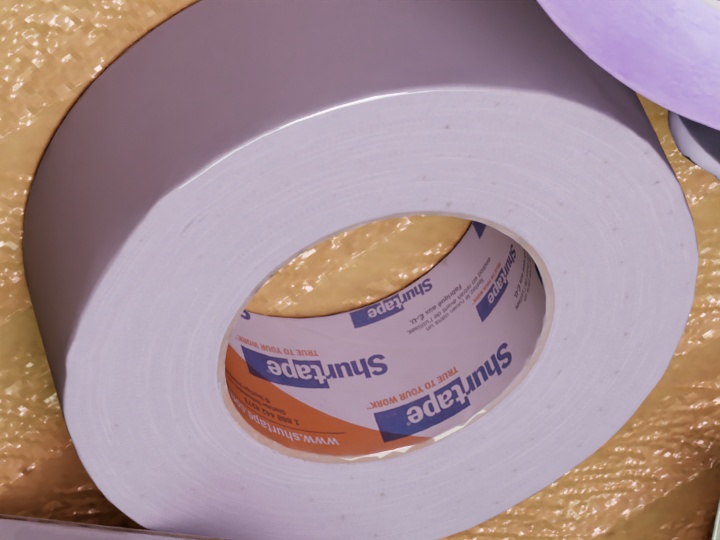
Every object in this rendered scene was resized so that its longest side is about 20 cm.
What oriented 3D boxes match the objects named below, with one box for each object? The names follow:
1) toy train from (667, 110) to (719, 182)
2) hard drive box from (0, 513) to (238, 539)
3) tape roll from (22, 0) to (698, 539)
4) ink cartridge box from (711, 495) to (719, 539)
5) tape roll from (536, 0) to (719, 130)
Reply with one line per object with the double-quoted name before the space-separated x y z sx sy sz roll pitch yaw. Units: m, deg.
"toy train" 0.181 -0.087 0.890 0.114 0.085 0.200 28 121 -25
"hard drive box" -0.037 0.155 0.985 0.156 0.077 0.200 1 154 43
"tape roll" 0.000 0.000 0.912 0.200 0.066 0.201 -11 135 -11
"ink cartridge box" 0.176 0.132 1.075 0.200 0.059 0.104 19 81 -35
"tape roll" 0.128 -0.137 0.766 0.200 0.085 0.200 0 122 0
